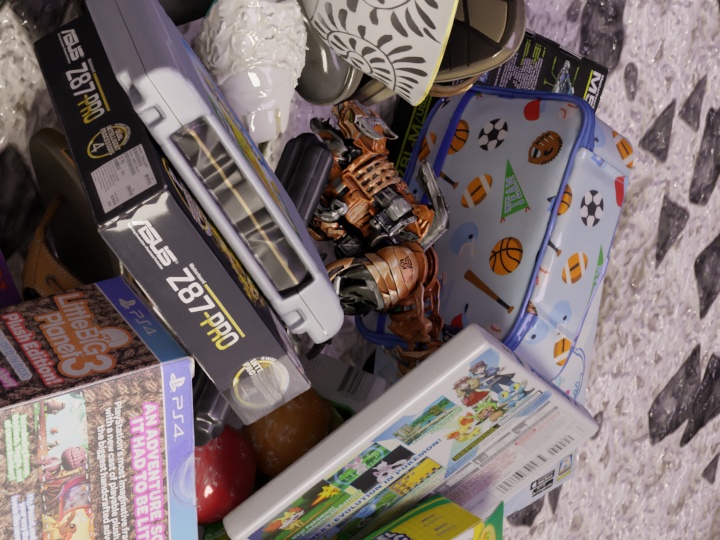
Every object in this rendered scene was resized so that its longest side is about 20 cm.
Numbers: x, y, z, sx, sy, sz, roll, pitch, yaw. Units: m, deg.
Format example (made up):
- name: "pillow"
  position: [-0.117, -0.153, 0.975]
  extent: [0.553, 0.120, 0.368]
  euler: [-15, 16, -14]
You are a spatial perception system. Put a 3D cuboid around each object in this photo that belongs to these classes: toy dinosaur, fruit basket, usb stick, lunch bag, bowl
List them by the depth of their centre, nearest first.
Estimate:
- name: "bowl"
  position: [0.007, -0.202, 1.520]
  extent: [0.201, 0.094, 0.201]
  euler: [-169, -90, -82]
- name: "usb stick"
  position: [-0.064, 0.010, 1.575]
  extent: [0.200, 0.033, 0.055]
  euler: [-68, -170, -20]
- name: "toy dinosaur"
  position: [0.000, 0.000, 1.647]
  extent: [0.102, 0.135, 0.201]
  euler: [31, 44, -56]
- name: "fruit basket"
  position: [-0.082, 0.129, 1.698]
  extent: [0.200, 0.094, 0.186]
  euler: [23, 85, -40]
- name: "lunch bag"
  position: [0.081, -0.020, 1.710]
  extent: [0.076, 0.160, 0.201]
  euler: [35, 72, -45]

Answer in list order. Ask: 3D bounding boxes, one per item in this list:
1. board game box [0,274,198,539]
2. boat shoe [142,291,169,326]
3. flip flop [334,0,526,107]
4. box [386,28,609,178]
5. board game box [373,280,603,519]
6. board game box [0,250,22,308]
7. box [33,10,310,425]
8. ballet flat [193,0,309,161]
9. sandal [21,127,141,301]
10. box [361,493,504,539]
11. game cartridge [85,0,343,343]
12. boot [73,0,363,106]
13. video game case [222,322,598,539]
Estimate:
- name: "board game box"
  position: [-0.196, 0.114, 1.424]
  extent: [0.199, 0.097, 0.160]
  euler: [-15, 125, -23]
- name: "boat shoe"
  position: [-0.120, 0.082, 1.592]
  extent: [0.076, 0.072, 0.201]
  euler: [7, 96, -38]
- name: "flip flop"
  position: [0.047, -0.138, 1.644]
  extent: [0.057, 0.200, 0.081]
  euler: [21, 69, -26]
- name: "box"
  position: [0.087, -0.075, 1.858]
  extent: [0.193, 0.047, 0.201]
  euler: [15, 92, -58]
- name: "board game box"
  position: [0.086, 0.100, 1.891]
  extent: [0.200, 0.043, 0.200]
  euler: [-26, 136, -38]
- name: "board game box"
  position: [-0.251, 0.001, 1.433]
  extent: [0.120, 0.032, 0.200]
  euler: [-53, 141, -33]
- name: "box"
  position: [-0.106, -0.031, 1.435]
  extent: [0.049, 0.200, 0.161]
  euler: [-30, 126, 2]
- name: "ballet flat"
  position: [-0.066, -0.089, 1.541]
  extent: [0.072, 0.072, 0.200]
  euler: [-49, 169, -30]
- name: "sandal"
  position: [-0.166, 0.019, 1.507]
  extent: [0.054, 0.082, 0.201]
  euler: [-18, 116, -31]
- name: "box"
  position: [0.012, 0.222, 1.634]
  extent: [0.200, 0.048, 0.118]
  euler: [-26, 129, -32]
- name: "game cartridge"
  position: [-0.079, -0.064, 1.429]
  extent: [0.040, 0.133, 0.200]
  euler: [-33, 125, 0]
- name: "boot"
  position: [-0.082, -0.162, 1.557]
  extent: [0.200, 0.072, 0.182]
  euler: [-33, 116, -52]
- name: "video game case"
  position: [0.035, 0.126, 1.649]
  extent: [0.200, 0.022, 0.182]
  euler: [-38, 147, 10]
